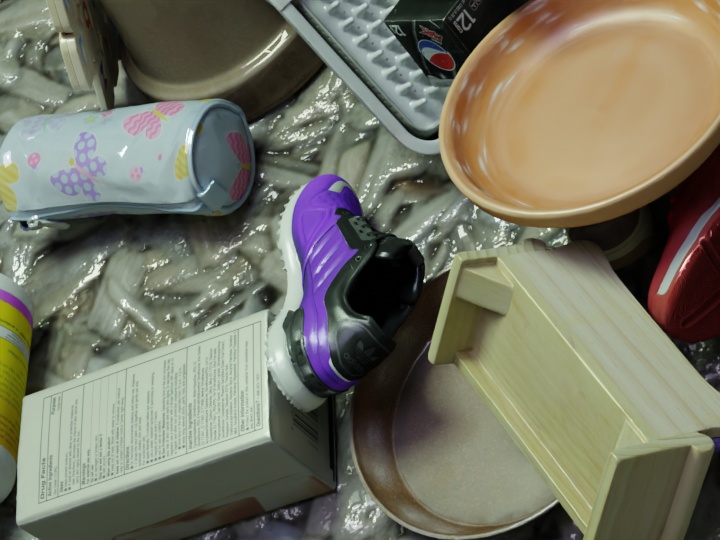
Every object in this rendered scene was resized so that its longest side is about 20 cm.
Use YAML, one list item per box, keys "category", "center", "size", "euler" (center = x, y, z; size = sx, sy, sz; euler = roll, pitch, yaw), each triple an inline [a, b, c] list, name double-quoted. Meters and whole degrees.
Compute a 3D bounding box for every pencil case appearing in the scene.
- category: "pencil case"
  center: [-0.174, -0.077, 1.592]
  size: [0.198, 0.083, 0.091]
  euler: [-4, 42, 32]

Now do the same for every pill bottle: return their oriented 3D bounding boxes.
- category: "pill bottle"
  center: [-0.293, 0.104, 1.544]
  size: [0.103, 0.104, 0.202]
  euler: [-17, 53, 25]

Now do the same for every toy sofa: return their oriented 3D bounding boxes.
- category: "toy sofa"
  center: [0.129, 0.071, 1.242]
  size: [0.200, 0.097, 0.083]
  euler: [53, 140, 43]

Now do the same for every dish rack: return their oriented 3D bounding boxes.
- category: "dish rack"
  center: [0.026, -0.191, 1.461]
  size: [0.172, 0.200, 0.043]
  euler: [-46, 8, -22]

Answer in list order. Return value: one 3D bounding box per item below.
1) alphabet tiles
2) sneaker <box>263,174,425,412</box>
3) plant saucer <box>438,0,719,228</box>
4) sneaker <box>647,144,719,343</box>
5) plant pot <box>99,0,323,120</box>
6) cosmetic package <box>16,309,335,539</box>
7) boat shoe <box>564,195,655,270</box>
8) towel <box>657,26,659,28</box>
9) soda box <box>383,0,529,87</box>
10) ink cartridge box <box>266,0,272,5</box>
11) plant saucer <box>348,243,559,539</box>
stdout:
- category: "alphabet tiles"
  center: [-0.212, -0.226, 1.631]
  size: [0.014, 0.197, 0.201]
  euler: [-8, 37, 6]
- category: "sneaker"
  center: [0.000, 0.001, 1.405]
  size: [0.099, 0.070, 0.201]
  euler: [-30, 34, 26]
- category: "plant saucer"
  center: [0.144, -0.101, 1.306]
  size: [0.199, 0.038, 0.201]
  euler: [-18, 44, 19]
- category: "sneaker"
  center: [0.212, -0.046, 1.322]
  size: [0.115, 0.079, 0.200]
  euler: [15, 59, 49]
- category: "plant pot"
  center: [-0.128, -0.231, 1.600]
  size: [0.199, 0.175, 0.202]
  euler: [-17, 54, 25]
- category: "cosmetic package"
  center: [-0.122, 0.114, 1.429]
  size: [0.199, 0.087, 0.104]
  euler: [-18, 54, 23]
- category: "boat shoe"
  center: [0.135, -0.082, 1.373]
  size: [0.071, 0.066, 0.202]
  euler: [-22, 40, 5]
- category: "towel"
  center: [0.218, -0.204, 1.407]
  size: [0.199, 0.032, 0.192]
  euler: [3, 52, 40]
- category: "soda box"
  center: [0.105, -0.213, 1.429]
  size: [0.071, 0.063, 0.200]
  euler: [7, 54, 54]
- category: "ink cartridge box"
  center: [0.005, -0.272, 1.544]
  size: [0.083, 0.145, 0.201]
  euler: [1, 60, 57]
- category: "plant saucer"
  center: [0.086, 0.079, 1.343]
  size: [0.199, 0.034, 0.202]
  euler: [-19, 52, 25]
